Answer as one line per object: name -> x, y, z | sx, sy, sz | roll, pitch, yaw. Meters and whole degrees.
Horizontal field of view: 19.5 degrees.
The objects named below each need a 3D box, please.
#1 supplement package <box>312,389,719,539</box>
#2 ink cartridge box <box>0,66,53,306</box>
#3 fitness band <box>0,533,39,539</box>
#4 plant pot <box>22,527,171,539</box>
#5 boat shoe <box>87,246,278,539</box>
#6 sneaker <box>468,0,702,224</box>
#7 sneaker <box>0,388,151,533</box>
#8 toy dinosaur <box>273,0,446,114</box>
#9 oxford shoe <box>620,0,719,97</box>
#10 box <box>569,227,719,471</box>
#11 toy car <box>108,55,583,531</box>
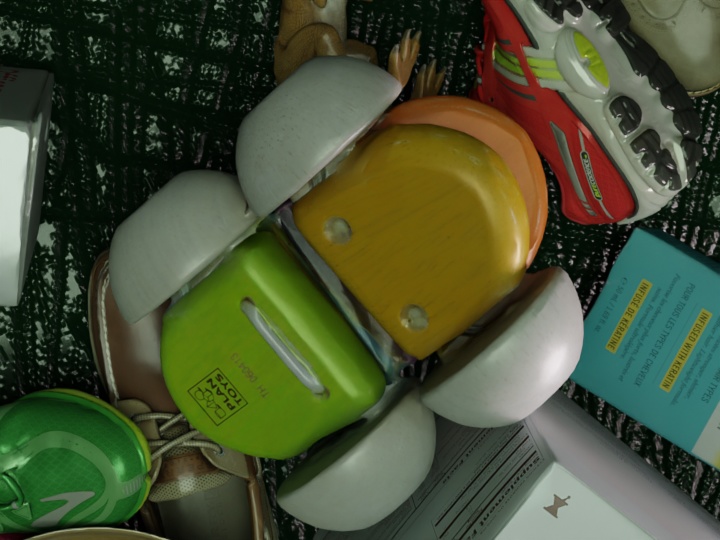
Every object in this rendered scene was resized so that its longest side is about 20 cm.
supplement package -> 0.097, 0.164, 0.969 | 0.191, 0.200, 0.147 | 38, 98, -12
ink cartridge box -> -0.237, -0.047, 0.914 | 0.198, 0.145, 0.086 | 4, 104, -6
fitness band -> -0.180, 0.197, 1.017 | 0.198, 0.037, 0.145 | 15, 96, 3
plant pot -> -0.120, 0.215, 0.979 | 0.198, 0.027, 0.202 | 0, 99, 0
boat shoe -> -0.080, 0.083, 0.999 | 0.075, 0.072, 0.202 | -18, 105, 0
sneaker -> 0.074, -0.107, 0.968 | 0.085, 0.077, 0.201 | -29, 93, 42
sneaker -> -0.192, 0.098, 0.967 | 0.198, 0.084, 0.075 | 1, 110, 13
toy dinosaur -> -0.021, -0.092, 0.979 | 0.105, 0.060, 0.202 | 17, 109, 23
oxford shoe -> 0.137, -0.172, 0.953 | 0.070, 0.075, 0.202 | -17, 105, -1
box -> 0.199, 0.063, 0.985 | 0.199, 0.049, 0.083 | 31, 100, 18
toy car -> 0.000, 0.000, 0.940 | 0.200, 0.150, 0.175 | -38, 97, 26
